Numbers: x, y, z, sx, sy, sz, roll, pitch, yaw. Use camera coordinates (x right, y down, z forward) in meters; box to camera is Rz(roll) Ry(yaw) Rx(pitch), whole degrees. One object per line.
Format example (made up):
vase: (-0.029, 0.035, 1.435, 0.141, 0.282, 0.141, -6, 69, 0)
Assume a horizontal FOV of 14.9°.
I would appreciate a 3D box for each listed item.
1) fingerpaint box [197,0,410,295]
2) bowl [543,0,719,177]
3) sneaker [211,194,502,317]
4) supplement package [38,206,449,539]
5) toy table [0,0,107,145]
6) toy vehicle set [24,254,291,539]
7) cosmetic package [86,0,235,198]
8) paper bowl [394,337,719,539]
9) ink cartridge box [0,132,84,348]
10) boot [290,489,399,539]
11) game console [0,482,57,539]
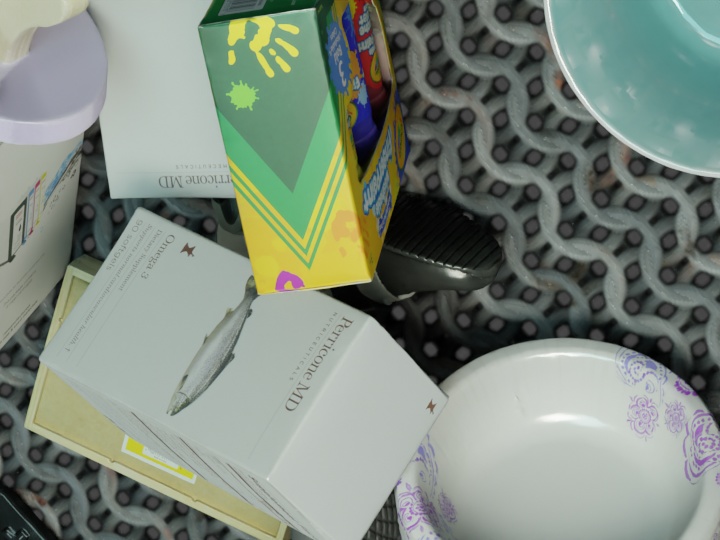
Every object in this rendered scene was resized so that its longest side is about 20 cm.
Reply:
fingerpaint box: (-0.027, -0.104, 1.615, 0.073, 0.200, 0.168, -7, 113, 11)
bowl: (0.214, -0.164, 1.568, 0.200, 0.105, 0.202, 10, 117, 20)
sneaker: (0.000, 0.000, 1.730, 0.199, 0.074, 0.089, 12, 116, 29)
supplement package: (-0.070, 0.065, 1.641, 0.199, 0.117, 0.117, 24, 75, 37)
toy table: (-0.230, -0.177, 1.640, 0.200, 0.184, 0.117, 32, 141, 19)
toy vehicle set: (-0.119, 0.086, 1.821, 0.199, 0.027, 0.125, 24, 112, 13)
cosmetic package: (-0.106, -0.148, 1.717, 0.112, 0.081, 0.201, -2, 103, 27)
paper bowl: (0.123, 0.147, 1.661, 0.200, 0.201, 0.105, 12, 143, 18)
ink cartridge box: (-0.273, -0.058, 1.740, 0.147, 0.145, 0.201, 25, 137, 14)
boot: (-0.041, 0.136, 1.736, 0.131, 0.070, 0.201, 16, 92, 36)
game console: (-0.273, 0.278, 1.888, 0.176, 0.116, 0.200, 47, 115, 3)
